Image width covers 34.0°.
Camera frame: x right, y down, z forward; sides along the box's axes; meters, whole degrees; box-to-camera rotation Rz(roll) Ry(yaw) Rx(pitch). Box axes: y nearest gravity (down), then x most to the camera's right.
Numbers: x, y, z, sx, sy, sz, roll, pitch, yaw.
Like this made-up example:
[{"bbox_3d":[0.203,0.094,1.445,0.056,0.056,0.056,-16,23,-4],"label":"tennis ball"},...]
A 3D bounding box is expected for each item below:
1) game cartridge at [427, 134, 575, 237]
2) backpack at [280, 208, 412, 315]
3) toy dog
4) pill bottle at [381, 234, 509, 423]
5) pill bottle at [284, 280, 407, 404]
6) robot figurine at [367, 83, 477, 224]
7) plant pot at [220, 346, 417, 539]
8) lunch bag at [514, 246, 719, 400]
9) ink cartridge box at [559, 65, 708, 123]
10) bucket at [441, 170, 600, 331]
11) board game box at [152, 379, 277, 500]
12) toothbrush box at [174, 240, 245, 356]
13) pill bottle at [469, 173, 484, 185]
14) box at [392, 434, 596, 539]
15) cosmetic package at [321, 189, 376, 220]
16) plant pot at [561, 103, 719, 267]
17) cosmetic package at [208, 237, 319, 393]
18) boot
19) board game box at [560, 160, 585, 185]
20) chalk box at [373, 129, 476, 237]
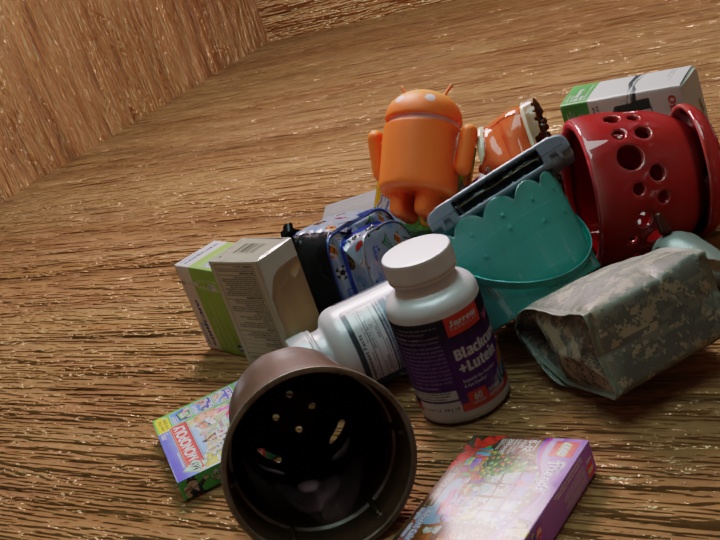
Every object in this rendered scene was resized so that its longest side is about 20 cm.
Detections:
[{"bbox_3d":[0.181,-0.105,1.504,0.199,0.041,0.133,-32,-11,10],"label":"game cartridge"},{"bbox_3d":[0.000,0.000,1.638,0.153,0.201,0.190,-4,19,26],"label":"backpack"},{"bbox_3d":[0.424,-0.026,1.419,0.199,0.097,0.132,-7,25,31],"label":"toy dog"},{"bbox_3d":[0.093,0.065,1.354,0.111,0.201,0.112,-18,21,7],"label":"pill bottle"},{"bbox_3d":[0.012,0.087,1.490,0.199,0.120,0.120,-25,21,-8],"label":"pill bottle"},{"bbox_3d":[0.084,-0.169,1.677,0.116,0.201,0.144,10,-11,-23],"label":"robot figurine"},{"bbox_3d":[-0.060,0.176,1.260,0.199,0.201,0.198,-23,14,-8],"label":"plant pot"},{"bbox_3d":[0.284,0.054,1.315,0.163,0.118,0.200,-27,10,-14],"label":"lunch bag"},{"bbox_3d":[0.431,-0.223,1.828,0.199,0.147,0.083,-7,26,34],"label":"ink cartridge box"},{"bbox_3d":[0.190,-0.016,1.466,0.206,0.135,0.207,-32,-6,-4],"label":"bucket"},{"bbox_3d":[-0.184,0.211,1.496,0.134,0.029,0.200,-24,21,-12],"label":"board game box"},{"bbox_3d":[-0.167,0.044,1.725,0.086,0.146,0.199,-35,24,-33],"label":"toothbrush box"},{"bbox_3d":[0.181,-0.057,1.679,0.111,0.112,0.200,-10,23,26],"label":"pill bottle"},{"bbox_3d":[0.127,0.233,1.138,0.136,0.039,0.200,-3,27,37],"label":"box"},{"bbox_3d":[-0.007,-0.051,1.899,0.106,0.091,0.200,-15,24,12],"label":"cosmetic package"},{"bbox_3d":[0.374,-0.115,1.555,0.181,0.202,0.201,-9,21,0],"label":"plant pot"},{"bbox_3d":[-0.113,0.060,1.559,0.105,0.201,0.071,2,29,43],"label":"cosmetic package"},{"bbox_3d":[0.221,-0.130,1.630,0.107,0.201,0.075,-20,-25,21],"label":"boot"},{"bbox_3d":[0.379,-0.130,1.685,0.199,0.121,0.032,-21,20,-4],"label":"board game box"},{"bbox_3d":[0.095,-0.105,1.798,0.123,0.201,0.125,7,-1,17],"label":"chalk box"}]
